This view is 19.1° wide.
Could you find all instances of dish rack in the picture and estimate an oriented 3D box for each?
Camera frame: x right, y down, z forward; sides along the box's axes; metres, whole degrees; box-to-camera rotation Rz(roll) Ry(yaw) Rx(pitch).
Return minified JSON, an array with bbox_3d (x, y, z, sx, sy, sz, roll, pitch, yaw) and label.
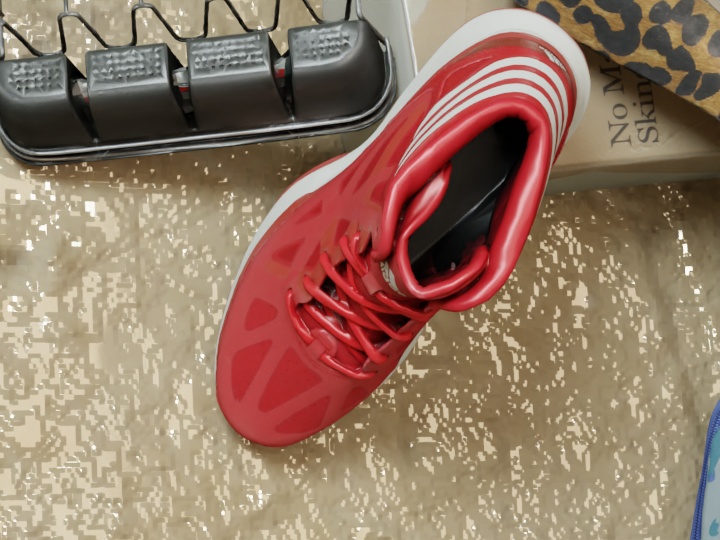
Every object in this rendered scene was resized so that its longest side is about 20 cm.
[{"bbox_3d":[-0.071,-0.148,0.805,0.153,0.055,0.201,-6,76,2],"label":"dish rack"}]

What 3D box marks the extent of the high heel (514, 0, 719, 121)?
[{"bbox_3d":[0.135,-0.051,0.830,0.142,0.071,0.201,-9,111,4],"label":"high heel"}]

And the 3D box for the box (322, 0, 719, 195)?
[{"bbox_3d":[0.093,-0.081,0.874,0.199,0.078,0.095,-8,86,-25],"label":"box"}]

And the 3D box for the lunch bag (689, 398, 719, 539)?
[{"bbox_3d":[0.235,0.127,0.897,0.199,0.082,0.162,11,78,-21],"label":"lunch bag"}]

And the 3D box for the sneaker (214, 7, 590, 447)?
[{"bbox_3d":[0.000,0.000,0.752,0.078,0.116,0.200,34,113,-2],"label":"sneaker"}]
